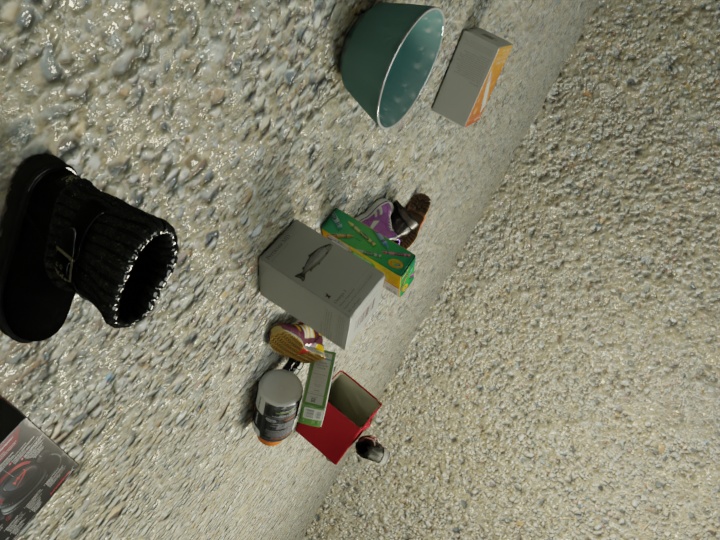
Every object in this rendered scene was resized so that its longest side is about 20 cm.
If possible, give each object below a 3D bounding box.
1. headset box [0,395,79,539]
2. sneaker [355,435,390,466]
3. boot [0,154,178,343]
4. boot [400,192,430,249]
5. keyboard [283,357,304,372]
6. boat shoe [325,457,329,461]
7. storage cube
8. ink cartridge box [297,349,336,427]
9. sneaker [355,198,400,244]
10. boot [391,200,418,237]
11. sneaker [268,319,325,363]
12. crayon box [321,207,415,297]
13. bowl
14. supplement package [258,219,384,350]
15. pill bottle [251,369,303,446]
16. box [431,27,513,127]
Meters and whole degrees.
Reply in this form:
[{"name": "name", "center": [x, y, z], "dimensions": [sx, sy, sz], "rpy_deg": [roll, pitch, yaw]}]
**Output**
[{"name": "headset box", "center": [-0.407, 0.221, 0.720], "dimensions": [0.149, 0.075, 0.201], "rpy_deg": [-53, 164, -27]}, {"name": "sneaker", "center": [0.018, 0.546, 2.100], "dimensions": [0.067, 0.090, 0.200], "rpy_deg": [-66, -161, -6]}, {"name": "boot", "center": [-0.262, 0.014, 0.633], "dimensions": [0.079, 0.157, 0.213], "rpy_deg": [-37, 154, -56]}, {"name": "boot", "center": [0.138, -0.115, 1.936], "dimensions": [0.201, 0.075, 0.107], "rpy_deg": [-56, 170, -17]}, {"name": "keyboard", "center": [-0.151, 0.230, 1.694], "dimensions": [0.201, 0.039, 0.104], "rpy_deg": [-54, 166, -25]}, {"name": "boat shoe", "center": [-0.085, 0.751, 2.899], "dimensions": [0.200, 0.075, 0.072], "rpy_deg": [-43, 161, -44]}, {"name": "storage cube", "center": [-0.070, 0.461, 2.135], "dimensions": [0.181, 0.199, 0.171], "rpy_deg": [-59, 168, 29]}, {"name": "ink cartridge box", "center": [-0.098, 0.253, 1.597], "dimensions": [0.104, 0.059, 0.202], "rpy_deg": [106, -5, -53]}, {"name": "sneaker", "center": [0.054, -0.096, 1.594], "dimensions": [0.200, 0.114, 0.073], "rpy_deg": [-44, 158, -50]}, {"name": "boot", "center": [0.057, -0.089, 1.708], "dimensions": [0.174, 0.069, 0.200], "rpy_deg": [-43, -168, 5]}, {"name": "sneaker", "center": [-0.145, 0.140, 1.494], "dimensions": [0.200, 0.074, 0.091], "rpy_deg": [47, 30, -57]}, {"name": "crayon box", "center": [0.017, -0.036, 1.406], "dimensions": [0.058, 0.199, 0.119], "rpy_deg": [-53, 165, -18]}, {"name": "bowl", "center": [0.039, -0.338, 1.072], "dimensions": [0.202, 0.104, 0.201], "rpy_deg": [-54, 164, -23]}, {"name": "supplement package", "center": [-0.072, 0.025, 1.221], "dimensions": [0.117, 0.199, 0.118], "rpy_deg": [-50, 164, -31]}, {"name": "pill bottle", "center": [-0.201, 0.333, 1.593], "dimensions": [0.106, 0.106, 0.201], "rpy_deg": [-45, 160, -44]}, {"name": "box", "center": [0.268, -0.463, 1.620], "dimensions": [0.124, 0.097, 0.201], "rpy_deg": [-38, 155, -56]}]
